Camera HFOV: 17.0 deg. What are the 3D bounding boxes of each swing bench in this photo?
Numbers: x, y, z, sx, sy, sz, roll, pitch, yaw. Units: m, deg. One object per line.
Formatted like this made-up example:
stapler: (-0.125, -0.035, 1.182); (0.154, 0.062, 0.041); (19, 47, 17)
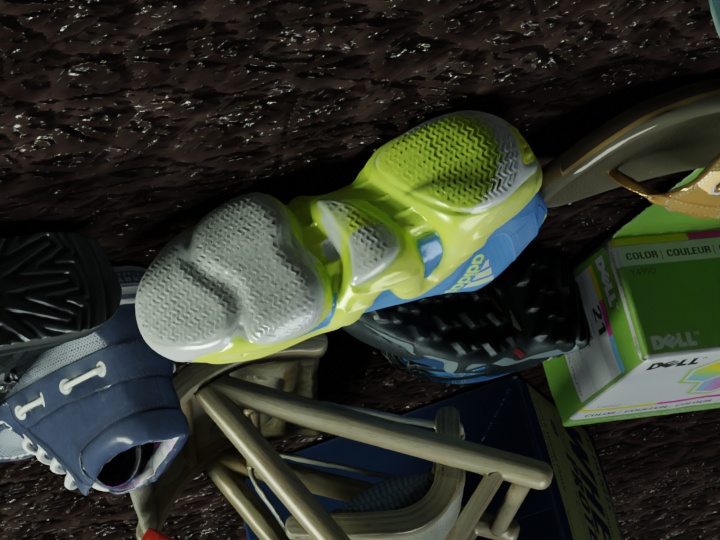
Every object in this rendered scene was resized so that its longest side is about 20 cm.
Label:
swing bench: (-0.019, 0.125, 1.315); (0.130, 0.200, 0.199); (-57, 173, -14)

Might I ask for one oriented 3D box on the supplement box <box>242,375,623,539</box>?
supplement box: (0.055, 0.180, 1.561); (0.200, 0.134, 0.200); (-20, 160, 13)

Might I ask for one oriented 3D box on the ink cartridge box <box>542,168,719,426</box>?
ink cartridge box: (0.202, 0.009, 1.289); (0.148, 0.076, 0.200); (-5, 160, -26)

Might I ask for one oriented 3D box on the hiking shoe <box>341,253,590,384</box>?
hiking shoe: (0.037, 0.030, 1.229); (0.087, 0.075, 0.200); (-28, 157, 31)

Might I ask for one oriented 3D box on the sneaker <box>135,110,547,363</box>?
sneaker: (0.000, 0.000, 1.109); (0.200, 0.076, 0.105); (-22, 155, 17)

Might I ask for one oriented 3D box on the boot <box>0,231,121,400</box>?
boot: (-0.225, 0.045, 1.110); (0.165, 0.066, 0.200); (2, 159, -35)

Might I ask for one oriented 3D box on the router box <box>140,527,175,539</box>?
router box: (-0.027, 0.235, 1.328); (0.049, 0.179, 0.200); (-56, 148, -15)

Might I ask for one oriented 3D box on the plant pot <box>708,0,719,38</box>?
plant pot: (0.208, -0.148, 0.712); (0.200, 0.200, 0.188); (-13, 146, -4)

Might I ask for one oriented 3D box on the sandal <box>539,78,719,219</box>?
sandal: (0.179, -0.053, 1.134); (0.200, 0.054, 0.080); (-9, 160, -16)

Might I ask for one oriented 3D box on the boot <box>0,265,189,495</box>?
boot: (-0.147, 0.079, 1.203); (0.073, 0.090, 0.200); (-4, 158, -28)
